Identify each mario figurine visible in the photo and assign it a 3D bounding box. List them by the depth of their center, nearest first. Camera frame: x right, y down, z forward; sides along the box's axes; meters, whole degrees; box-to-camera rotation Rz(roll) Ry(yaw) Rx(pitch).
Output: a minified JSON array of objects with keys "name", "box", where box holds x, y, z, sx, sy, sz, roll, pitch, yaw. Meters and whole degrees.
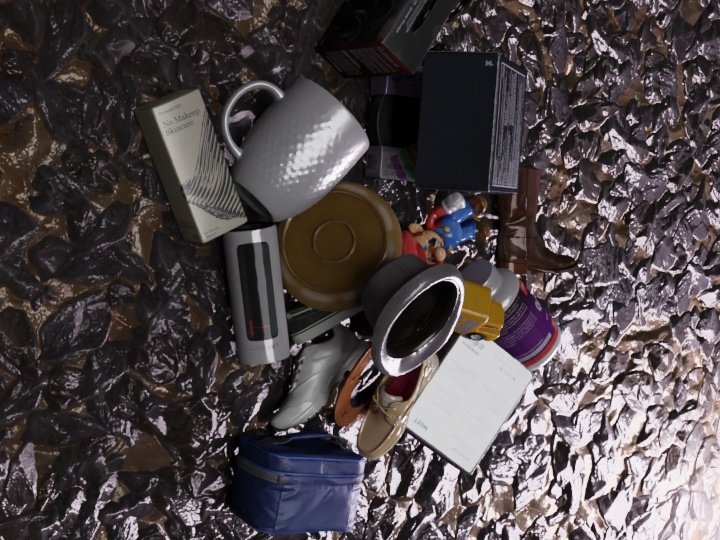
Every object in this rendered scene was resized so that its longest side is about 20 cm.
[{"name":"mario figurine","box":[0.140,-0.046,1.757,0.200,0.106,0.124,-31,86,-34]}]

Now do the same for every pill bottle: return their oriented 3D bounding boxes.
[{"name":"pill bottle","box":[0.246,0.074,1.842,0.200,0.112,0.113,46,71,-29]}]

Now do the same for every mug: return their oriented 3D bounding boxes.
[{"name":"mug","box":[-0.114,-0.180,1.554,0.176,0.147,0.200,-49,113,-11]}]

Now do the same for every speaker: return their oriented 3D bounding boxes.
[{"name":"speaker","box":[-0.152,0.034,1.590,0.081,0.081,0.201,-12,103,-32]}]

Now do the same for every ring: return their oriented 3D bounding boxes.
[{"name":"ring","box":[0.022,0.156,1.697,0.200,0.019,0.201,-42,154,-27]}]

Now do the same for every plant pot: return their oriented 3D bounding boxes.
[{"name":"plant pot","box":[-0.038,-0.041,1.610,0.199,0.027,0.201,-2,76,6]}]

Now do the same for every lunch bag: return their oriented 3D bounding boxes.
[{"name":"lunch bag","box":[-0.086,0.308,1.630,0.199,0.136,0.133,7,95,-36]}]

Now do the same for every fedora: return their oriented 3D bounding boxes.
[{"name":"fedora","box":[0.063,0.050,1.566,0.177,0.090,0.200,-36,150,-17]}]

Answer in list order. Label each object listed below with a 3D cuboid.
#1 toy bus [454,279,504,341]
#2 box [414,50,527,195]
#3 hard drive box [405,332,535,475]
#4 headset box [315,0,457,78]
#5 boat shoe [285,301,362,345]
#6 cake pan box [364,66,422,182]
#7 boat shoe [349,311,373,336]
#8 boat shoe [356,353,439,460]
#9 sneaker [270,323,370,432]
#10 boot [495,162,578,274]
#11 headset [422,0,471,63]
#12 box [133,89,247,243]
[{"name":"toy bus","box":[0.134,0.049,1.705,0.199,0.078,0.065,17,62,-14]},{"name":"box","box":[0.168,-0.219,1.641,0.198,0.122,0.201,-7,102,-71]},{"name":"hard drive box","box":[0.165,0.206,1.790,0.156,0.077,0.200,38,80,-14]},{"name":"headset box","box":[0.045,-0.365,1.601,0.077,0.200,0.149,38,76,-31]},{"name":"boat shoe","box":[-0.032,0.037,1.636,0.199,0.071,0.064,-33,103,8]},{"name":"cake pan box","box":[0.096,-0.233,1.743,0.199,0.052,0.186,3,92,-35]},{"name":"boat shoe","box":[0.000,0.000,1.703,0.065,0.071,0.201,-50,134,-64]},{"name":"boat shoe","box":[0.049,0.200,1.704,0.201,0.073,0.069,-60,154,-8]},{"name":"sneaker","box":[-0.075,0.163,1.675,0.087,0.074,0.200,45,69,-8]},{"name":"boot","box":[0.308,-0.095,1.900,0.186,0.064,0.201,-2,92,-36]},{"name":"headset","box":[0.111,-0.427,1.711,0.123,0.094,0.201,16,64,-51]},{"name":"box","box":[-0.235,-0.145,1.518,0.082,0.068,0.201,-30,112,-26]}]
